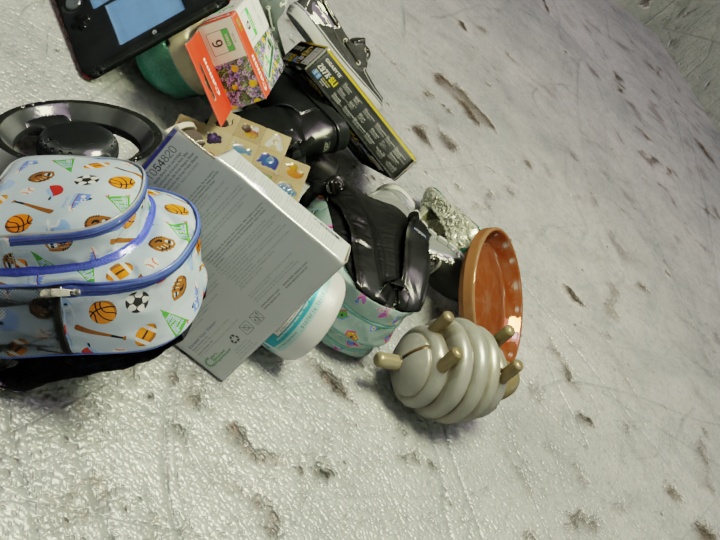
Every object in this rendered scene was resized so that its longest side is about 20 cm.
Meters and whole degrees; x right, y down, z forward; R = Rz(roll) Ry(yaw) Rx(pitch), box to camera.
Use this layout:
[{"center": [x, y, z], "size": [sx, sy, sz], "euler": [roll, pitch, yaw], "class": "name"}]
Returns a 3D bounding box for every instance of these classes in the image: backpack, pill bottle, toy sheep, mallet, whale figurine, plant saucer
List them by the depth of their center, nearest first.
[{"center": [-0.226, -0.011, 0.896], "size": [0.190, 0.154, 0.200], "euler": [4, 39, -3], "class": "backpack"}, {"center": [-0.122, 0.000, 1.110], "size": [0.200, 0.111, 0.111], "euler": [35, 31, -20], "class": "pill bottle"}, {"center": [0.103, 0.114, 1.240], "size": [0.200, 0.138, 0.138], "euler": [17, 39, -28], "class": "toy sheep"}, {"center": [0.000, 0.000, 1.254], "size": [0.167, 0.127, 0.200], "euler": [18, 38, -26], "class": "backpack"}, {"center": [-0.220, -0.282, 1.358], "size": [0.200, 0.104, 0.159], "euler": [-40, 113, -74], "class": "whale figurine"}, {"center": [0.174, 0.042, 1.430], "size": [0.200, 0.032, 0.200], "euler": [5, 84, -63], "class": "plant saucer"}, {"center": [-0.060, -0.182, 1.499], "size": [0.066, 0.041, 0.200], "euler": [36, 27, -15], "class": "mallet"}]

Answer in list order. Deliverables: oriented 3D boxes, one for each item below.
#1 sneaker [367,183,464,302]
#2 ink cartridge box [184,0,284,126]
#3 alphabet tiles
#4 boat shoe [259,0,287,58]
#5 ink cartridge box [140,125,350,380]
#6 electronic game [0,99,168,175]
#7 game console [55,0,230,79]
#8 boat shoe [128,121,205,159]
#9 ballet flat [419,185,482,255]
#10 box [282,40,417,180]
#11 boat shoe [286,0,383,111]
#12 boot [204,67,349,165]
[{"center": [0.058, -0.024, 1.429], "size": [0.200, 0.075, 0.115], "euler": [49, 38, 15], "class": "sneaker"}, {"center": [-0.148, -0.260, 1.291], "size": [0.200, 0.050, 0.109], "euler": [-77, 148, -62], "class": "ink cartridge box"}, {"center": [-0.152, -0.105, 1.224], "size": [0.166, 0.006, 0.200], "euler": [21, 50, -5], "class": "alphabet tiles"}, {"center": [-0.133, -0.368, 1.473], "size": [0.062, 0.200, 0.073], "euler": [-7, 42, -9], "class": "boat shoe"}, {"center": [-0.147, -0.016, 1.010], "size": [0.200, 0.200, 0.041], "euler": [39, 29, -15], "class": "ink cartridge box"}, {"center": [-0.280, -0.119, 1.051], "size": [0.200, 0.042, 0.200], "euler": [7, 31, -4], "class": "electronic game"}, {"center": [-0.266, -0.337, 1.272], "size": [0.177, 0.200, 0.031], "euler": [65, 6, 32], "class": "game console"}, {"center": [-0.222, -0.098, 1.133], "size": [0.060, 0.072, 0.200], "euler": [41, 38, 2], "class": "boat shoe"}, {"center": [0.116, -0.069, 1.536], "size": [0.072, 0.072, 0.200], "euler": [31, 9, -25], "class": "ballet flat"}, {"center": [-0.020, -0.223, 1.474], "size": [0.200, 0.049, 0.160], "euler": [49, -5, -21], "class": "box"}, {"center": [-0.021, -0.309, 1.495], "size": [0.200, 0.066, 0.070], "euler": [48, -2, -22], "class": "boat shoe"}, {"center": [-0.128, -0.194, 1.376], "size": [0.162, 0.073, 0.198], "euler": [-21, 49, -38], "class": "boot"}]
